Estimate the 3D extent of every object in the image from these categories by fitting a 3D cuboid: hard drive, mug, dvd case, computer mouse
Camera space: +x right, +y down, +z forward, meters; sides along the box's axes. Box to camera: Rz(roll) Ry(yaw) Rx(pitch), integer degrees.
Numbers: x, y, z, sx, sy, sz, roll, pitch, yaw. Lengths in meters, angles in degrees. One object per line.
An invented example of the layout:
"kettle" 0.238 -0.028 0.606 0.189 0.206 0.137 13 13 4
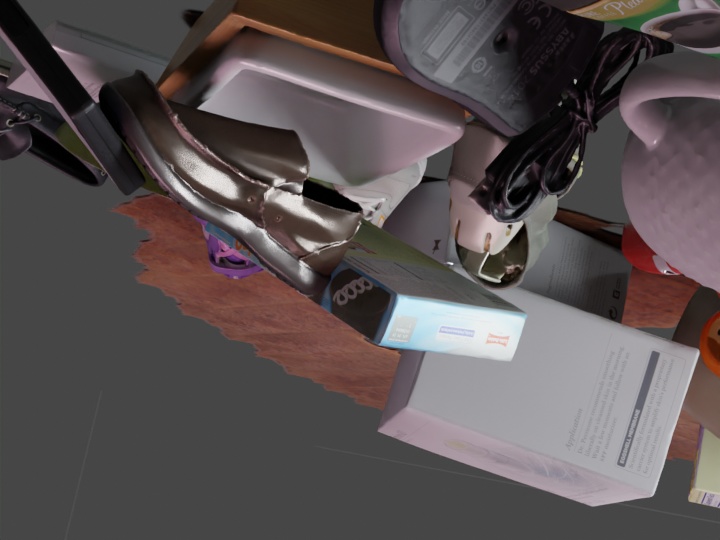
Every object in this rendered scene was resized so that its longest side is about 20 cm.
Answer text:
"hard drive" -0.141 -0.122 1.209 0.200 0.026 0.132 17 167 -22
"mug" 0.217 -0.059 0.876 0.175 0.148 0.200 8 164 47
"dvd case" -0.192 -0.137 0.918 0.200 0.018 0.143 52 175 13
"computer mouse" 0.067 -0.118 0.871 0.200 0.139 0.053 35 -169 -48

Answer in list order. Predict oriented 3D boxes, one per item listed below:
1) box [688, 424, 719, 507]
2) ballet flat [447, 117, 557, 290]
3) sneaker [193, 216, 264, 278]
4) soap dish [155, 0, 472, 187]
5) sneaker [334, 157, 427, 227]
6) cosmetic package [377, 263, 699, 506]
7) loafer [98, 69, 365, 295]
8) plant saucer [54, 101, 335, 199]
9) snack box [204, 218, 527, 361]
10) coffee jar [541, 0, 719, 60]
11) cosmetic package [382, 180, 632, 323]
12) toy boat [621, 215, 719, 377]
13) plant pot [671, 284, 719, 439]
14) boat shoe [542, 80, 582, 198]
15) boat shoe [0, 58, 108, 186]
"box" 0.401 0.131 1.475 0.200 0.176 0.097 10 167 10
"ballet flat" 0.083 -0.031 1.033 0.067 0.064 0.200 27 170 15
"sneaker" -0.092 -0.035 1.306 0.080 0.089 0.200 13 -176 3
"soap dish" -0.025 -0.117 0.990 0.157 0.081 0.200 16 167 -17
"sneaker" -0.005 -0.039 1.284 0.076 0.092 0.200 15 161 -9
"cosmetic package" 0.131 0.097 1.334 0.200 0.123 0.199 21 169 -1
"loafer" -0.070 -0.062 0.969 0.200 0.071 0.073 38 -173 -45
"plant saucer" -0.100 -0.074 1.112 0.200 0.031 0.200 19 -168 -4
"snack box" 0.000 0.000 1.098 0.116 0.037 0.200 9 -165 -41
"coffee jar" 0.163 -0.134 0.713 0.200 0.085 0.104 15 170 -19
"cosmetic package" 0.115 -0.008 1.371 0.200 0.071 0.101 21 166 -36
"toy boat" 0.267 0.012 1.173 0.200 0.131 0.130 22 164 -38
"plant pot" 0.347 0.082 1.348 0.173 0.200 0.200 24 175 30
"boat shoe" 0.109 -0.075 1.098 0.072 0.060 0.202 12 168 2
"boat shoe" -0.265 -0.117 1.272 0.200 0.062 0.075 23 166 -35
